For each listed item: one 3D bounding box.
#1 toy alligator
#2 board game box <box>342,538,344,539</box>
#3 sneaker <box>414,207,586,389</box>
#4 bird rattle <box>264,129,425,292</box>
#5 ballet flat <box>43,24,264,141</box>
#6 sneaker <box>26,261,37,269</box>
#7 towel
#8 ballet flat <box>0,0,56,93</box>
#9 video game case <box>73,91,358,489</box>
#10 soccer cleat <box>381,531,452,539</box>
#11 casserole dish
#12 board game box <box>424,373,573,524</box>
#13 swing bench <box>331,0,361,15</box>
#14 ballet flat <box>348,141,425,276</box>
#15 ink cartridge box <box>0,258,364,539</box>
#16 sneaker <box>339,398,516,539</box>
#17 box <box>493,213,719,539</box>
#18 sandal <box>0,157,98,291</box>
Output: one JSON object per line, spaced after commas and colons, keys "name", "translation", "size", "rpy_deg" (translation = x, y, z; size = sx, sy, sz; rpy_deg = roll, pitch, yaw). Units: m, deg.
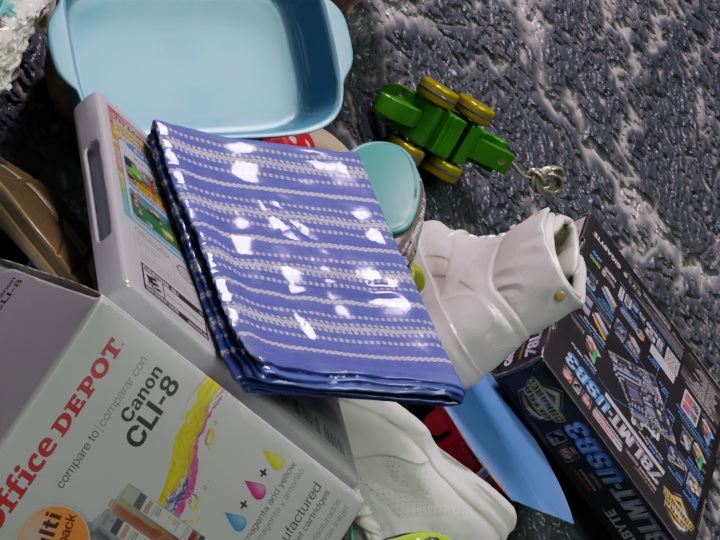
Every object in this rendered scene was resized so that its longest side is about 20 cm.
{"name": "toy alligator", "translation": [0.068, -0.098, 1.810], "size": [0.200, 0.059, 0.054], "rpy_deg": [21, 13, -44]}
{"name": "board game box", "translation": [-0.057, 0.136, 1.520], "size": [0.200, 0.035, 0.136], "rpy_deg": [14, 59, -47]}
{"name": "sneaker", "translation": [0.094, -0.001, 1.672], "size": [0.074, 0.116, 0.200], "rpy_deg": [54, 7, -24]}
{"name": "bird rattle", "translation": [-0.038, -0.041, 1.633], "size": [0.200, 0.113, 0.163], "rpy_deg": [61, 22, 17]}
{"name": "ballet flat", "translation": [-0.112, -0.074, 1.535], "size": [0.200, 0.071, 0.071], "rpy_deg": [40, 40, -12]}
{"name": "sneaker", "translation": [-0.147, 0.008, 1.457], "size": [0.080, 0.070, 0.200], "rpy_deg": [41, 30, 3]}
{"name": "towel", "translation": [-0.030, -0.006, 1.390], "size": [0.145, 0.024, 0.200], "rpy_deg": [7, 42, -32]}
{"name": "ballet flat", "translation": [-0.210, -0.156, 1.482], "size": [0.072, 0.072, 0.200], "rpy_deg": [49, 31, -20]}
{"name": "video game case", "translation": [-0.081, 0.013, 1.403], "size": [0.200, 0.024, 0.182], "rpy_deg": [43, 19, -34]}
{"name": "soccer cleat", "translation": [-0.016, 0.212, 1.465], "size": [0.200, 0.081, 0.068], "rpy_deg": [-31, 91, -40]}
{"name": "casserole dish", "translation": [-0.099, -0.130, 1.499], "size": [0.200, 0.039, 0.121], "rpy_deg": [-5, 77, -30]}
{"name": "board game box", "translation": [0.068, 0.105, 1.674], "size": [0.158, 0.039, 0.200], "rpy_deg": [59, 12, 22]}
{"name": "swing bench", "translation": [-0.041, -0.276, 1.717], "size": [0.199, 0.130, 0.200], "rpy_deg": [-38, 105, -55]}
{"name": "ballet flat", "translation": [0.000, 0.000, 1.498], "size": [0.072, 0.072, 0.200], "rpy_deg": [47, 26, -24]}
{"name": "ink cartridge box", "translation": [-0.135, 0.112, 1.300], "size": [0.200, 0.145, 0.145], "rpy_deg": [40, 76, -29]}
{"name": "sneaker", "translation": [0.007, 0.134, 1.523], "size": [0.200, 0.075, 0.089], "rpy_deg": [39, 68, -23]}
{"name": "box", "translation": [0.188, 0.089, 1.838], "size": [0.200, 0.050, 0.199], "rpy_deg": [52, 33, -18]}
{"name": "sandal", "translation": [-0.209, -0.033, 1.387], "size": [0.200, 0.054, 0.080], "rpy_deg": [40, 11, 11]}
